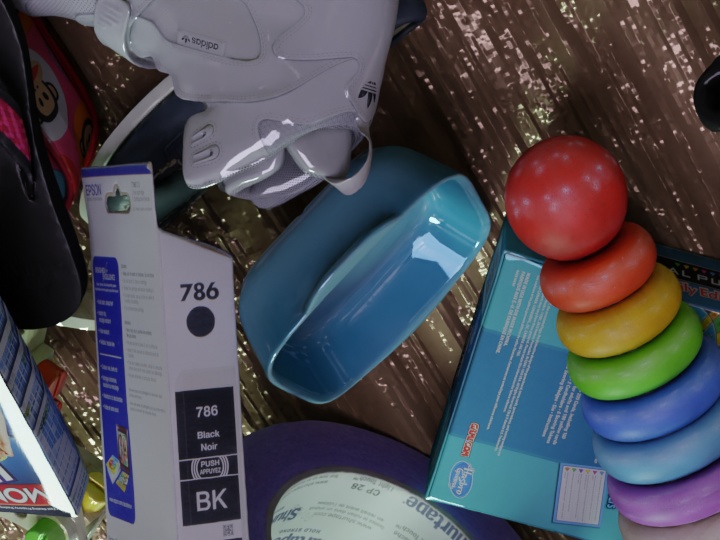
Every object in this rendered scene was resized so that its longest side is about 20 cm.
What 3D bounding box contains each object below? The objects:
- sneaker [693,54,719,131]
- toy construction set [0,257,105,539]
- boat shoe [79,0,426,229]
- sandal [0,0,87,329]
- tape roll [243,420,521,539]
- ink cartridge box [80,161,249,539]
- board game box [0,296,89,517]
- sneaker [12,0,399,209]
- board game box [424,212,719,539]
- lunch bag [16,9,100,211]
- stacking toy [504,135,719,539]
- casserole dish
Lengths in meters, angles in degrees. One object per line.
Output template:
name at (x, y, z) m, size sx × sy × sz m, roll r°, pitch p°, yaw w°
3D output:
sneaker at (0.176, -0.063, 0.905) m, size 0.115 × 0.076 × 0.200 m, roll -4°, pitch 157°, yaw -24°
toy construction set at (-0.152, 0.063, 1.071) m, size 0.131 × 0.092 × 0.201 m, roll 33°, pitch 116°, yaw 16°
boat shoe at (-0.049, -0.070, 0.979) m, size 0.200 × 0.075 × 0.062 m, roll -43°, pitch 77°, yaw 21°
sandal at (-0.171, -0.058, 0.930) m, size 0.075 × 0.045 × 0.201 m, roll -11°, pitch 114°, yaw 19°
tape roll at (-0.004, 0.174, 1.057) m, size 0.199 × 0.201 × 0.085 m, roll 28°, pitch 121°, yaw -10°
ink cartridge box at (-0.085, 0.052, 0.948) m, size 0.039 × 0.099 × 0.202 m, roll -6°, pitch 95°, yaw -24°
board game box at (-0.224, 0.054, 0.995) m, size 0.198 × 0.062 × 0.201 m, roll 2°, pitch 140°, yaw 19°
sneaker at (-0.074, -0.089, 0.904) m, size 0.198 × 0.075 × 0.116 m, roll 3°, pitch 85°, yaw 26°
board game box at (0.146, 0.066, 1.057) m, size 0.198 × 0.047 × 0.152 m, roll 15°, pitch 123°, yaw -2°
lunch bag at (-0.238, -0.075, 1.000) m, size 0.199 × 0.082 × 0.177 m, roll -21°, pitch 117°, yaw 21°
stacking toy at (0.123, 0.029, 0.970) m, size 0.085 × 0.086 × 0.201 m, roll -18°, pitch 112°, yaw 19°
casserole dish at (0.000, 0.000, 0.968) m, size 0.039 × 0.200 × 0.121 m, roll 43°, pitch 90°, yaw 12°
